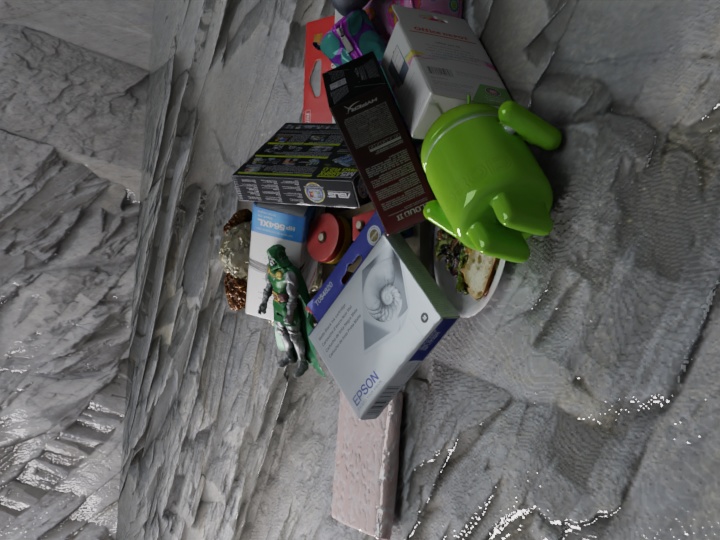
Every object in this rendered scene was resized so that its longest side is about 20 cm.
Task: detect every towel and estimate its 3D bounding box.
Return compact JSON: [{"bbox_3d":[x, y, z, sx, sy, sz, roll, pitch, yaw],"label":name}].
[{"bbox_3d":[0.009,0.266,1.631,0.191,0.032,0.201,171,104,-69],"label":"towel"}]

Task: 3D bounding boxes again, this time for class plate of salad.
[{"bbox_3d":[0.124,-0.044,1.396,0.200,0.048,0.201,-175,90,-69],"label":"plate of salad"}]

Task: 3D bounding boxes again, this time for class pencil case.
[{"bbox_3d":[0.022,-0.252,1.558,0.085,0.092,0.200,-36,76,15],"label":"pencil case"},{"bbox_3d":[0.069,-0.350,1.568,0.200,0.087,0.088,-177,92,-68],"label":"pencil case"}]

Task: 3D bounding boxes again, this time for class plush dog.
[{"bbox_3d":[-0.152,-0.018,1.913,0.160,0.171,0.201,137,135,-59],"label":"plush dog"}]

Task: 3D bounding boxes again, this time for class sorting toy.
[{"bbox_3d":[0.000,0.000,1.580,0.198,0.069,0.201,-15,70,45],"label":"sorting toy"}]

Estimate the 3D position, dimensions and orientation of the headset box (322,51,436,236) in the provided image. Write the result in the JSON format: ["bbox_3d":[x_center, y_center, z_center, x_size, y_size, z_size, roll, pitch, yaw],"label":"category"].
[{"bbox_3d":[0.028,-0.149,1.419,0.149,0.075,0.201,-101,-12,-65],"label":"headset box"}]

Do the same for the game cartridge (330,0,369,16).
[{"bbox_3d":[0.036,-0.427,1.543,0.200,0.042,0.133,-47,-7,4],"label":"game cartridge"}]

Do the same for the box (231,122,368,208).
[{"bbox_3d":[-0.056,-0.151,1.616,0.160,0.199,0.044,-53,-43,-44],"label":"box"}]

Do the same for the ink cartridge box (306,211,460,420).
[{"bbox_3d":[0.012,0.052,1.472,0.200,0.040,0.200,-54,54,30],"label":"ink cartridge box"}]

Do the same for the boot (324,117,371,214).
[{"bbox_3d":[-0.003,-0.133,1.736,0.166,0.072,0.201,41,124,52],"label":"boot"}]

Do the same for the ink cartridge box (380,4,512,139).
[{"bbox_3d":[0.099,-0.239,1.410,0.200,0.117,0.067,-107,32,-45],"label":"ink cartridge box"}]

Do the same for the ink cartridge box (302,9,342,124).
[{"bbox_3d":[-0.025,-0.303,1.723,0.175,0.045,0.201,-6,77,33],"label":"ink cartridge box"}]

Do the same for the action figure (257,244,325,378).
[{"bbox_3d":[-0.107,0.053,1.646,0.118,0.055,0.201,21,128,45],"label":"action figure"}]

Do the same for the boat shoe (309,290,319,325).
[{"bbox_3d":[-0.003,0.062,1.670,0.200,0.063,0.073,3,78,50],"label":"boat shoe"}]

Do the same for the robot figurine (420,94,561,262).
[{"bbox_3d":[0.137,-0.103,1.269,0.176,0.115,0.200,-55,41,33],"label":"robot figurine"}]

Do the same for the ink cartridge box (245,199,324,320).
[{"bbox_3d":[-0.110,-0.043,1.715,0.146,0.084,0.201,-70,-9,-54],"label":"ink cartridge box"}]
